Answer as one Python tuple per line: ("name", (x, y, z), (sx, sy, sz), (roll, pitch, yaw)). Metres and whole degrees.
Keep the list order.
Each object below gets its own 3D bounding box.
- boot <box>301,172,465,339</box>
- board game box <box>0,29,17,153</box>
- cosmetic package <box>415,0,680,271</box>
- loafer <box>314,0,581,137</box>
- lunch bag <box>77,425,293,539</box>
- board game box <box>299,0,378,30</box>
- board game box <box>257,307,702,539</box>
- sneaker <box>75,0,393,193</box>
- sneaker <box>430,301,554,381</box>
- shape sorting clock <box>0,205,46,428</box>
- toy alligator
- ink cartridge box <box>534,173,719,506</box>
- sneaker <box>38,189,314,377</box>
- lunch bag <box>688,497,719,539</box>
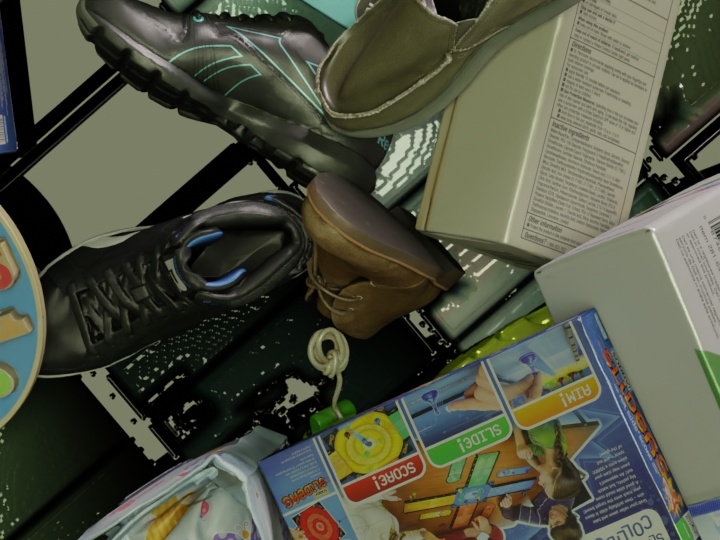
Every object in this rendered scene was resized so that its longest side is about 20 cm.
("boot", (0.000, 0.000, 1.347), (0.075, 0.200, 0.074), (-42, 73, 5))
("board game box", (-0.276, -0.159, 1.402), (0.135, 0.034, 0.201), (-5, 94, 14))
("cosmetic package", (0.109, -0.103, 1.369), (0.073, 0.103, 0.201), (9, 83, 44))
("loafer", (0.043, -0.144, 1.321), (0.200, 0.070, 0.075), (-36, 56, 28))
("lunch bag", (-0.103, 0.184, 1.369), (0.127, 0.170, 0.201), (25, 96, 3))
("board game box", (-0.021, -0.233, 1.393), (0.199, 0.047, 0.151), (31, 93, -11))
("board game box", (0.060, 0.121, 1.284), (0.199, 0.034, 0.136), (-25, 89, 21))
("sneaker", (-0.069, -0.116, 1.413), (0.199, 0.075, 0.080), (29, 82, -8))
("sneaker", (0.109, 0.064, 1.407), (0.199, 0.074, 0.084), (-31, 87, 2))
("shape sorting clock", (-0.273, 0.017, 1.397), (0.199, 0.039, 0.201), (5, 112, 11))
("toy alligator", (-0.012, 0.114, 1.405), (0.059, 0.054, 0.201), (-25, 117, -25))
("ink cartridge box", (0.201, 0.028, 1.340), (0.084, 0.200, 0.145), (-22, 93, 39))
("sneaker", (-0.119, 0.004, 1.390), (0.199, 0.112, 0.073), (-24, 91, 2))
("lunch bag", (0.136, 0.223, 1.390), (0.199, 0.124, 0.171), (-18, 90, -8))
